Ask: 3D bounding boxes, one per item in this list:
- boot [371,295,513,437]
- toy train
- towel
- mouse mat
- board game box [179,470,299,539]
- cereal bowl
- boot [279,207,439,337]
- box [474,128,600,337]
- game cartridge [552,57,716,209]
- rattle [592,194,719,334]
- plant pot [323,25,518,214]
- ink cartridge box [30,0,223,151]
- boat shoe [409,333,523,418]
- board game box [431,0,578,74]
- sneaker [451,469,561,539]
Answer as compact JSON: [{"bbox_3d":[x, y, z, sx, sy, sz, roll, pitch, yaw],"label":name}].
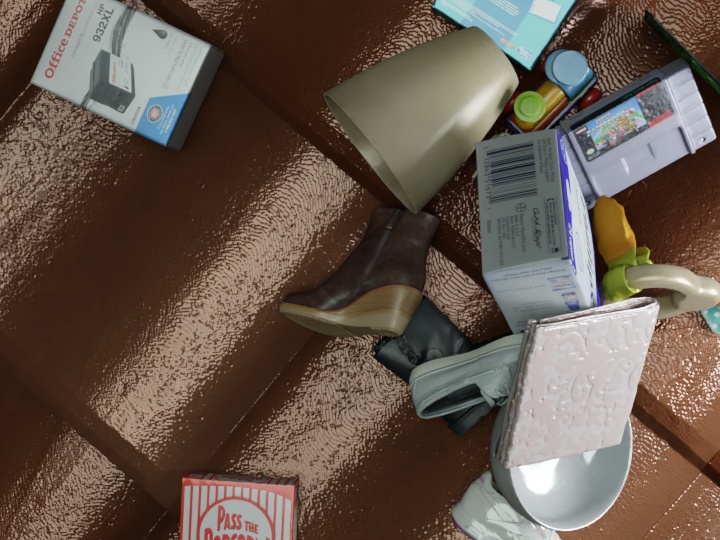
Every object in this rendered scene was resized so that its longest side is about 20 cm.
[{"bbox_3d":[0.133,0.090,1.601,0.168,0.076,0.200,45,102,-1],"label":"boot"},{"bbox_3d":[0.208,-0.189,1.561,0.200,0.116,0.085,-45,81,5],"label":"toy train"},{"bbox_3d":[0.252,0.131,1.469,0.191,0.032,0.200,-7,122,-30],"label":"towel"},{"bbox_3d":[0.395,-0.249,1.501,0.161,0.200,0.008,46,106,3],"label":"mouse mat"},{"bbox_3d":[-0.161,0.371,1.657,0.151,0.046,0.200,2,92,6],"label":"board game box"},{"bbox_3d":[0.239,0.218,1.570,0.200,0.083,0.200,0,91,-31],"label":"cereal bowl"},{"bbox_3d":[0.000,0.000,1.621,0.200,0.072,0.167,4,67,33],"label":"boot"},{"bbox_3d":[0.212,-0.033,1.490,0.105,0.200,0.184,-10,58,17],"label":"box"},{"bbox_3d":[0.331,-0.165,1.559,0.200,0.038,0.130,-29,132,6],"label":"game cartridge"},{"bbox_3d":[0.391,-0.003,1.582,0.200,0.130,0.143,2,48,-6],"label":"rattle"},{"bbox_3d":[0.088,-0.205,1.553,0.200,0.187,0.187,-39,88,-1],"label":"plant pot"},{"bbox_3d":[-0.301,-0.263,1.630,0.200,0.084,0.145,25,95,5],"label":"ink cartridge box"},{"bbox_3d":[0.155,0.134,1.518,0.201,0.070,0.072,-18,54,19],"label":"boat shoe"},{"bbox_3d":[0.207,-0.374,1.592,0.151,0.047,0.200,34,95,4],"label":"board game box"},{"bbox_3d":[0.218,0.332,1.601,0.200,0.075,0.100,32,96,4],"label":"sneaker"}]
